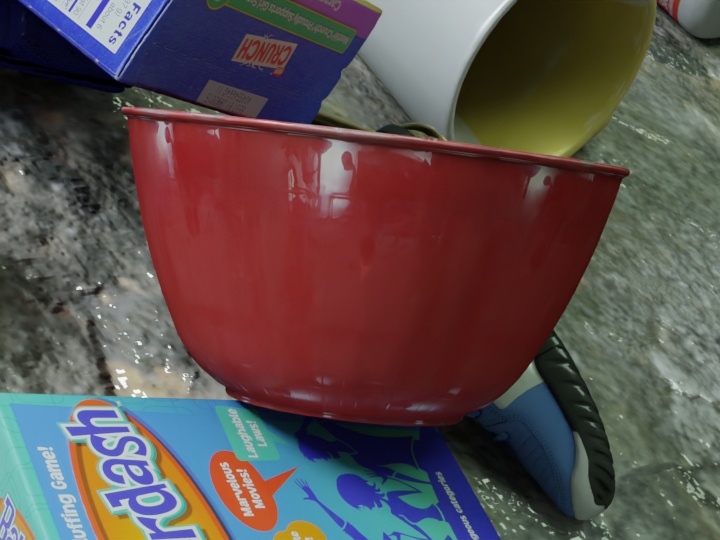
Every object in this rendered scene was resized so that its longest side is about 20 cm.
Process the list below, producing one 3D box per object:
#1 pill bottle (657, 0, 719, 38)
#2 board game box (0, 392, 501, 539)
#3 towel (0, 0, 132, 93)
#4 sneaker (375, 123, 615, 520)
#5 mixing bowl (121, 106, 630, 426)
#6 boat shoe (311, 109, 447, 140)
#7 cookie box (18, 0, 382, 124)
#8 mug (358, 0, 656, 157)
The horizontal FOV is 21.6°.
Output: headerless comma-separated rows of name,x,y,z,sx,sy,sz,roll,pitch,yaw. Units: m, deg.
pill bottle,0.216,-0.267,1.363,0.112,0.113,0.200,-13,53,-49
board game box,-0.032,0.115,0.694,0.200,0.045,0.152,4,41,-36
towel,-0.207,-0.143,0.904,0.200,0.050,0.148,10,31,-30
sneaker,0.043,0.033,0.859,0.200,0.077,0.076,54,-6,11
mixing bowl,0.000,0.000,0.745,0.199,0.109,0.200,7,4,0
boat shoe,0.023,-0.035,0.926,0.200,0.065,0.071,14,36,-26
cookie box,-0.112,-0.151,0.818,0.200,0.075,0.171,39,11,20
mug,0.060,-0.137,1.065,0.149,0.187,0.153,-33,54,-21
